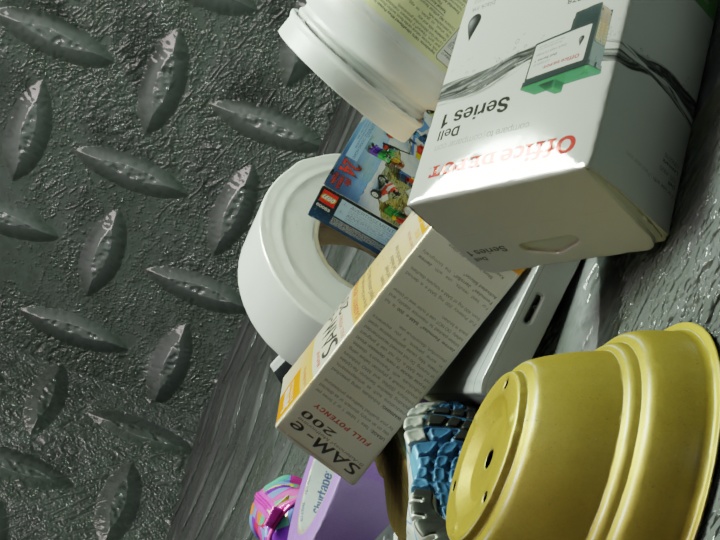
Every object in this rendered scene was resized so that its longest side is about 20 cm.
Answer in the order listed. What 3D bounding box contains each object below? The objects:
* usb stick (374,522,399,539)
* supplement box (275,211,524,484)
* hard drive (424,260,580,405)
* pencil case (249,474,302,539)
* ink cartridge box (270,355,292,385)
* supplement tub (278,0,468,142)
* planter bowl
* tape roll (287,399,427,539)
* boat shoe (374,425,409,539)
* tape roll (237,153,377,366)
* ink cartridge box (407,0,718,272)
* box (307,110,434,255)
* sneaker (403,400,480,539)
[{"bbox_3d":[0.011,0.241,1.213,0.200,0.032,0.056,123,166,-56],"label":"usb stick"},{"bbox_3d":[0.027,0.038,1.104,0.200,0.073,0.126,-52,7,9],"label":"supplement box"},{"bbox_3d":[0.099,0.035,1.117,0.133,0.027,0.200,-63,6,-9],"label":"hard drive"},{"bbox_3d":[-0.065,0.251,1.535,0.200,0.088,0.089,156,135,-80],"label":"pencil case"},{"bbox_3d":[0.018,0.042,1.402,0.199,0.039,0.099,-29,-11,-33],"label":"ink cartridge box"},{"bbox_3d":[0.051,-0.206,1.093,0.200,0.145,0.145,-49,12,10],"label":"supplement tub"},{"bbox_3d":[0.097,0.107,0.778,0.200,0.083,0.202,-159,90,-83],"label":"planter bowl"},{"bbox_3d":[-0.001,0.175,1.356,0.200,0.065,0.201,-158,90,-83],"label":"tape roll"},{"bbox_3d":[0.049,0.143,1.135,0.201,0.063,0.074,-120,30,-77],"label":"boat shoe"},{"bbox_3d":[0.000,0.000,1.306,0.071,0.201,0.203,121,168,-48],"label":"tape roll"},{"bbox_3d":[0.126,-0.111,0.943,0.145,0.084,0.201,-11,53,45],"label":"ink cartridge box"},{"bbox_3d":[0.056,-0.083,1.240,0.038,0.136,0.201,-60,2,45],"label":"box"},{"bbox_3d":[0.056,0.155,1.000,0.200,0.074,0.087,-72,-11,-65],"label":"sneaker"}]
